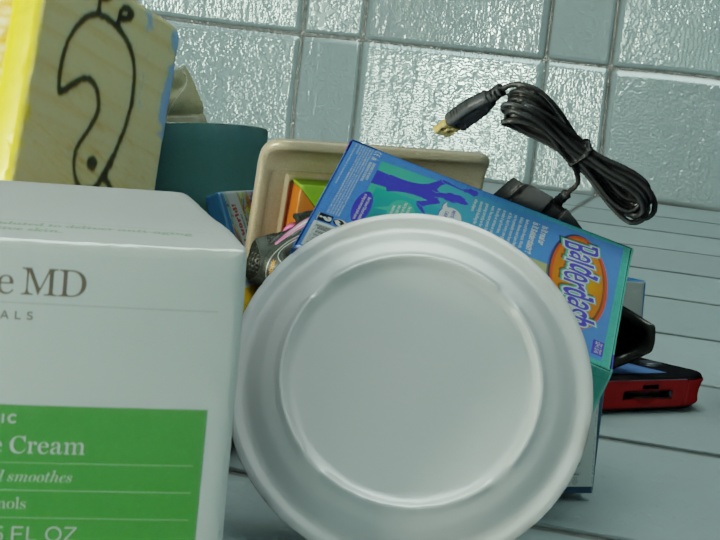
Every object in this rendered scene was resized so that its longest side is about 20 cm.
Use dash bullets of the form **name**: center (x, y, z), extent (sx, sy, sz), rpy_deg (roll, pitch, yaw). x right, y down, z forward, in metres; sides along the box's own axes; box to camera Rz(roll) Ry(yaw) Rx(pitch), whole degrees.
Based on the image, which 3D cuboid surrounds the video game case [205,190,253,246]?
- **video game case**: center (-0.047, 0.000, 1.375), extent (0.018, 0.144, 0.200), rpy_deg (-19, -6, 32)

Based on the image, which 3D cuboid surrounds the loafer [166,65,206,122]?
- **loafer**: center (-0.238, -0.153, 1.448), extent (0.199, 0.069, 0.076), rpy_deg (-1, 0, -19)

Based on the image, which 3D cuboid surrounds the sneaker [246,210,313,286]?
- **sneaker**: center (-0.009, -0.019, 1.126), extent (0.086, 0.081, 0.200), rpy_deg (15, 11, 25)

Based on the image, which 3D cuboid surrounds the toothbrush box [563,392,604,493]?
- **toothbrush box**: center (0.052, 0.080, 1.075), extent (0.146, 0.086, 0.200), rpy_deg (3, 10, -20)

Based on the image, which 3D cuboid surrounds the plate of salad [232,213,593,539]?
- **plate of salad**: center (0.026, 0.065, 0.884), extent (0.199, 0.201, 0.048), rpy_deg (6, -20, 1)

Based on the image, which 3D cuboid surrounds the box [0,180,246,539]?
- **box**: center (-0.175, 0.047, 0.841), extent (0.198, 0.172, 0.200), rpy_deg (3, 9, -16)

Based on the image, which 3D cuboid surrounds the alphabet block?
- **alphabet block**: center (-0.276, -0.128, 1.219), extent (0.196, 0.196, 0.200), rpy_deg (4, -7, 22)

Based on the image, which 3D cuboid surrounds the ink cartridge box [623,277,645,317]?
- **ink cartridge box**: center (0.158, 0.031, 1.426), extent (0.116, 0.067, 0.200), rpy_deg (3, 3, -13)

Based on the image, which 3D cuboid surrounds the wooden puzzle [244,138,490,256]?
- **wooden puzzle**: center (0.000, 0.000, 1.224), extent (0.184, 0.201, 0.037), rpy_deg (2, 24, -24)

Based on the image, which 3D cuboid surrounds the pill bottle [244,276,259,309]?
- **pill bottle**: center (-0.117, 0.050, 1.069), extent (0.112, 0.113, 0.200), rpy_deg (8, 9, 13)

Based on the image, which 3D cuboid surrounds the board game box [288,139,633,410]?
- **board game box**: center (0.063, 0.002, 1.001), extent (0.199, 0.045, 0.152), rpy_deg (21, 32, 3)

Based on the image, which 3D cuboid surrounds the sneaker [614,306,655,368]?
- **sneaker**: center (0.140, 0.044, 1.235), extent (0.200, 0.070, 0.078), rpy_deg (1, 1, -40)

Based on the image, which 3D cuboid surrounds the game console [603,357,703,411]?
- **game console**: center (0.161, 0.082, 1.333), extent (0.199, 0.031, 0.177), rpy_deg (2, 10, -30)

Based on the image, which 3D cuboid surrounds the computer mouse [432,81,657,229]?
- **computer mouse**: center (0.088, -0.039, 1.088), extent (0.200, 0.140, 0.046), rpy_deg (-36, 15, 48)

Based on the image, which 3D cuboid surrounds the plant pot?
- **plant pot**: center (-0.177, -0.039, 1.397), extent (0.200, 0.162, 0.201), rpy_deg (-2, 1, 0)
